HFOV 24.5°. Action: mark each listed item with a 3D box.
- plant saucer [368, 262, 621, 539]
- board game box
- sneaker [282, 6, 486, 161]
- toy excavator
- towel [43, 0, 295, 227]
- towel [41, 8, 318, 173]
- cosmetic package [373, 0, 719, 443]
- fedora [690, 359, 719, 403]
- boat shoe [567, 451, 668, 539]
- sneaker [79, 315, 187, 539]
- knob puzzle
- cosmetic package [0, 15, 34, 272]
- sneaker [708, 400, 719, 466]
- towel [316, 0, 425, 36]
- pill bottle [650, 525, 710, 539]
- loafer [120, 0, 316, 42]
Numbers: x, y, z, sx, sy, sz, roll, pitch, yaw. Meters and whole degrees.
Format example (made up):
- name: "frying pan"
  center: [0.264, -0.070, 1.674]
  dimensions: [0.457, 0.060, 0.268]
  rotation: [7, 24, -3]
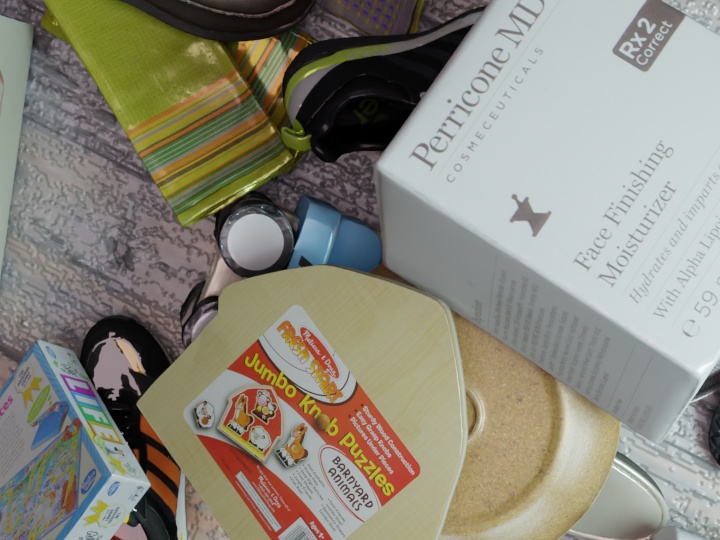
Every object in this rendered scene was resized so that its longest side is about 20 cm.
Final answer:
- name: "plant saucer"
  center: [0.057, 0.085, 1.004]
  dimensions: [0.198, 0.035, 0.202]
  rotation: [1, 93, 14]
- name: "board game box"
  center: [-0.229, 0.165, 1.078]
  dimensions: [0.200, 0.034, 0.135]
  rotation: [-52, 48, 15]
- name: "sneaker"
  center: [0.047, -0.105, 1.042]
  dimensions: [0.198, 0.083, 0.072]
  rotation: [-13, 136, -4]
- name: "toy excavator"
  center: [0.000, 0.000, 1.083]
  dimensions: [0.198, 0.100, 0.196]
  rotation: [21, 94, -10]
- name: "towel"
  center: [-0.128, -0.131, 1.065]
  dimensions: [0.086, 0.018, 0.201]
  rotation: [-31, 81, -9]
- name: "towel"
  center: [-0.110, -0.150, 1.105]
  dimensions: [0.199, 0.018, 0.087]
  rotation: [31, 95, 4]
- name: "cosmetic package"
  center: [0.132, -0.040, 0.908]
  dimensions: [0.199, 0.165, 0.165]
  rotation: [32, 77, 11]
- name: "fedora"
  center: [0.199, 0.005, 1.039]
  dimensions: [0.199, 0.090, 0.178]
  rotation: [-25, 101, 0]
- name: "boat shoe"
  center: [0.107, 0.120, 1.091]
  dimensions: [0.198, 0.057, 0.067]
  rotation: [19, 111, 0]
- name: "sneaker"
  center: [-0.153, 0.132, 1.094]
  dimensions: [0.069, 0.090, 0.202]
  rotation: [-4, 93, 5]
- name: "knob puzzle"
  center: [-0.016, 0.085, 0.988]
  dimensions: [0.218, 0.030, 0.222]
  rotation: [2, 94, 25]
- name: "cosmetic package"
  center: [-0.287, -0.074, 1.097]
  dimensions: [0.102, 0.087, 0.202]
  rotation: [8, 93, 6]
- name: "sneaker"
  center: [0.308, 0.064, 1.058]
  dimensions: [0.200, 0.082, 0.072]
  rotation: [-52, 57, 28]
- name: "towel"
  center: [-0.031, -0.232, 1.053]
  dimensions: [0.199, 0.144, 0.023]
  rotation: [34, 51, 5]
- name: "pill bottle"
  center: [0.266, 0.243, 1.041]
  dimensions: [0.199, 0.114, 0.115]
  rotation: [24, 95, -3]
- name: "loafer"
  center: [-0.122, -0.198, 1.033]
  dimensions: [0.198, 0.071, 0.074]
  rotation: [12, 72, -6]
